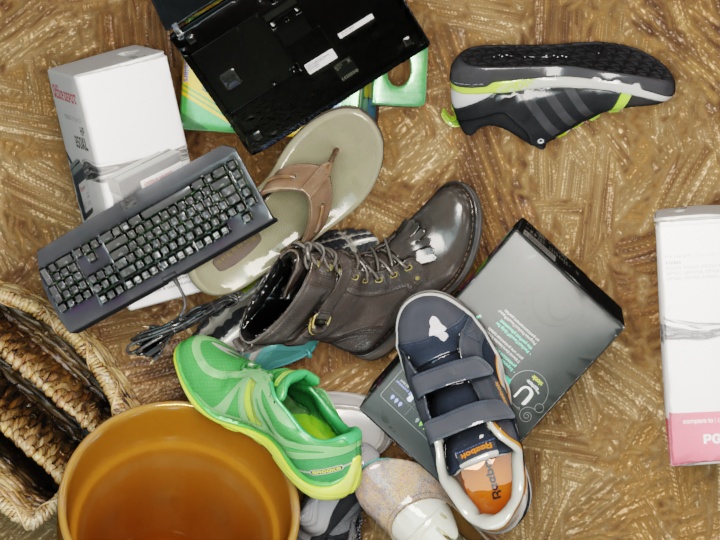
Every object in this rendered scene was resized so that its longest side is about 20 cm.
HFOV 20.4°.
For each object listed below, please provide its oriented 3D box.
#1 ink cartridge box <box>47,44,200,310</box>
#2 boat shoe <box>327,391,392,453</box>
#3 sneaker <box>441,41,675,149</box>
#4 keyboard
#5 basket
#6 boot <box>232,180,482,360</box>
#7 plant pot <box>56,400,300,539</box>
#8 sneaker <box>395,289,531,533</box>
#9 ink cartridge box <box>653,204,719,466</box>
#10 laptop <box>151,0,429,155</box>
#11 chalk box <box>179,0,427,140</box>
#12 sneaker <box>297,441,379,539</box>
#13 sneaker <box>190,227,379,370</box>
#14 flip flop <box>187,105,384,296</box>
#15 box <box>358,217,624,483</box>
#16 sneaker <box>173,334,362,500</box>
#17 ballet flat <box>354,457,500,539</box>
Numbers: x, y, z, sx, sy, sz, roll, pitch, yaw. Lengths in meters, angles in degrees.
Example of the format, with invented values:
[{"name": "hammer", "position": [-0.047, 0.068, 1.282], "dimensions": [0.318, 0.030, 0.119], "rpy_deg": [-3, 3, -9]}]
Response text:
[{"name": "ink cartridge box", "position": [-0.195, -0.082, 1.692], "dimensions": [0.084, 0.144, 0.202], "rpy_deg": [-15, 102, -16]}, {"name": "boat shoe", "position": [-0.070, 0.148, 1.752], "dimensions": [0.198, 0.069, 0.072], "rpy_deg": [-5, 93, 8]}, {"name": "sneaker", "position": [0.169, -0.147, 1.711], "dimensions": [0.198, 0.072, 0.084], "rpy_deg": [3, 119, 9]}, {"name": "keyboard", "position": [-0.157, -0.003, 1.613], "dimensions": [0.199, 0.021, 0.128], "rpy_deg": [-29, 98, 13]}, {"name": "basket", "position": [-0.298, 0.106, 1.741], "dimensions": [0.200, 0.149, 0.143], "rpy_deg": [42, 98, 4]}, {"name": "boot", "position": [0.000, 0.000, 1.652], "dimensions": [0.069, 0.174, 0.201], "rpy_deg": [45, 108, 32]}, {"name": "plant pot", "position": [-0.161, 0.244, 1.699], "dimensions": [0.198, 0.184, 0.202], "rpy_deg": [5, 53, -7]}, {"name": "sneaker", "position": [0.084, 0.111, 1.574], "dimensions": [0.078, 0.079, 0.201], "rpy_deg": [-24, 91, 9]}, {"name": "ink cartridge box", "position": [0.290, 0.049, 1.656], "dimensions": [0.084, 0.146, 0.202], "rpy_deg": [-5, 94, 9]}, {"name": "laptop", "position": [-0.071, -0.233, 1.630], "dimensions": [0.176, 0.104, 0.201], "rpy_deg": [-31, 116, 9]}, {"name": "chalk box", "position": [-0.043, -0.175, 1.697], "dimensions": [0.198, 0.124, 0.126], "rpy_deg": [3, 95, 8]}, {"name": "sneaker", "position": [-0.008, 0.241, 1.735], "dimensions": [0.113, 0.076, 0.201], "rpy_deg": [32, 122, -3]}, {"name": "sneaker", "position": [-0.060, 0.036, 1.752], "dimensions": [0.199, 0.078, 0.080], "rpy_deg": [-37, 117, 5]}, {"name": "flip flop", "position": [-0.059, -0.051, 1.623], "dimensions": [0.200, 0.058, 0.081], "rpy_deg": [-39, 104, 1]}, {"name": "box", "position": [0.112, 0.073, 1.681], "dimensions": [0.124, 0.149, 0.200], "rpy_deg": [41, 99, 2]}, {"name": "sneaker", "position": [-0.069, 0.105, 1.650], "dimensions": [0.199, 0.074, 0.084], "rpy_deg": [35, 125, 24]}, {"name": "ballet flat", "position": [0.072, 0.223, 1.686], "dimensions": [0.068, 0.067, 0.200], "rpy_deg": [-44, 129, 11]}]
